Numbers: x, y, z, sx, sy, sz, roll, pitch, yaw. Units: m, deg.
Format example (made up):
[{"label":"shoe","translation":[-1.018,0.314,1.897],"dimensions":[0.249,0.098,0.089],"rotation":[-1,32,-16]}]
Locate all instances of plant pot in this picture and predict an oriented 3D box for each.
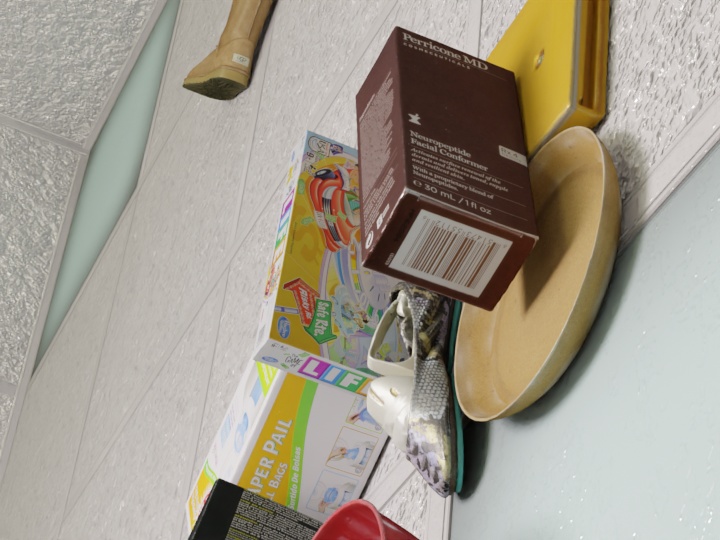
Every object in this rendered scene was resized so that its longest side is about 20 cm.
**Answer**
[{"label":"plant pot","translation":[0.117,0.006,1.194],"dimensions":[0.200,0.027,0.200],"rotation":[-159,90,-75]}]

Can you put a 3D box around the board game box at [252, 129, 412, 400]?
[{"label":"board game box","translation":[0.000,0.000,1.400],"dimensions":[0.034,0.134,0.200],"rotation":[129,156,-49]}]

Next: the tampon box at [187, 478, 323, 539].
[{"label":"tampon box","translation":[-0.086,0.263,1.302],"dimensions":[0.200,0.126,0.150],"rotation":[-70,4,-77]}]

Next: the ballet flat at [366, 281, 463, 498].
[{"label":"ballet flat","translation":[0.038,0.078,1.288],"dimensions":[0.201,0.072,0.072],"rotation":[-87,23,-48]}]

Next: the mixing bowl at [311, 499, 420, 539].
[{"label":"mixing bowl","translation":[0.017,0.244,1.077],"dimensions":[0.200,0.108,0.200],"rotation":[-58,20,35]}]

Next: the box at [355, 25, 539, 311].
[{"label":"box","translation":[0.056,-0.072,1.261],"dimensions":[0.200,0.100,0.075],"rotation":[-94,28,-52]}]

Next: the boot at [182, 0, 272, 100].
[{"label":"boot","translation":[-0.167,-0.340,2.560],"dimensions":[0.175,0.066,0.200],"rotation":[-3,68,60]}]

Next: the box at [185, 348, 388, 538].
[{"label":"box","translation":[-0.054,0.143,1.464],"dimensions":[0.113,0.101,0.200],"rotation":[-111,44,-68]}]

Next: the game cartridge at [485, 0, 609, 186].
[{"label":"game cartridge","translation":[0.120,-0.118,1.345],"dimensions":[0.200,0.032,0.177],"rotation":[125,159,-49]}]
